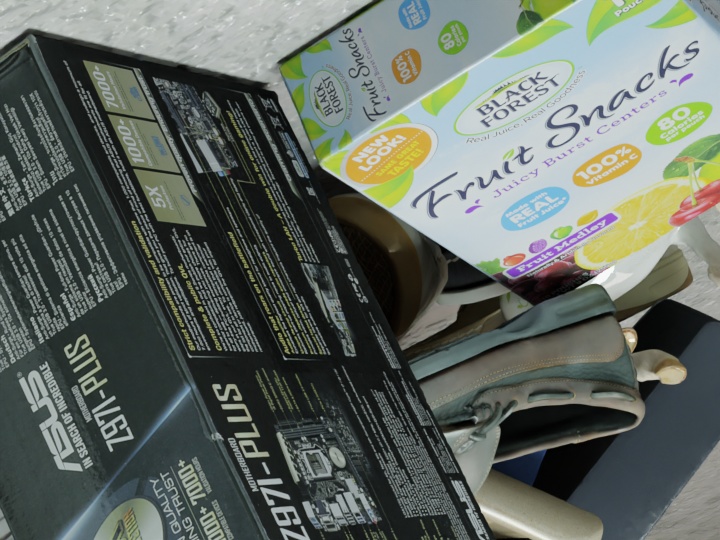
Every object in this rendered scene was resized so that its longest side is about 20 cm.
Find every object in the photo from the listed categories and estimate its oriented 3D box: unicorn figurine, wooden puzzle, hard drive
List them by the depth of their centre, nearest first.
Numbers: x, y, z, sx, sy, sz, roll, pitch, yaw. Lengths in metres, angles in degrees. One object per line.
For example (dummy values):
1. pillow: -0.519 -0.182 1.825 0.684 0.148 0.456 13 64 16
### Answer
1. wooden puzzle: 0.004 0.068 1.139 0.046 0.185 0.200 -66 -170 -7
2. unicorn figurine: 0.129 -0.012 1.180 0.200 0.074 0.137 -30 -153 -18
3. hard drive: 0.111 0.100 1.218 0.200 0.042 0.135 -52 -172 1

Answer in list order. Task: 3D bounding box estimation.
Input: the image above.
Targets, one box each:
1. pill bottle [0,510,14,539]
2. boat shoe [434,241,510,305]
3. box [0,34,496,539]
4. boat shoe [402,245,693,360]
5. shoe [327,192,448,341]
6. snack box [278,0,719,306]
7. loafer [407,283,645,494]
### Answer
1. pill bottle: -0.113 0.090 0.967 0.111 0.200 0.111 -28 165 -8
2. boat shoe: 0.105 -0.051 1.132 0.200 0.060 0.074 -29 -161 24
3. box: -0.059 0.034 0.881 0.086 0.201 0.164 -33 164 22
4. boat shoe: 0.081 0.011 1.257 0.200 0.065 0.072 -24 -175 -36
5. shoe: 0.000 0.000 1.139 0.053 0.070 0.200 -49 176 -18
6. snack box: 0.079 -0.063 0.998 0.142 0.053 0.200 -32 151 16
7. loafer: 0.047 0.060 1.024 0.200 0.063 0.072 -23 170 -44
